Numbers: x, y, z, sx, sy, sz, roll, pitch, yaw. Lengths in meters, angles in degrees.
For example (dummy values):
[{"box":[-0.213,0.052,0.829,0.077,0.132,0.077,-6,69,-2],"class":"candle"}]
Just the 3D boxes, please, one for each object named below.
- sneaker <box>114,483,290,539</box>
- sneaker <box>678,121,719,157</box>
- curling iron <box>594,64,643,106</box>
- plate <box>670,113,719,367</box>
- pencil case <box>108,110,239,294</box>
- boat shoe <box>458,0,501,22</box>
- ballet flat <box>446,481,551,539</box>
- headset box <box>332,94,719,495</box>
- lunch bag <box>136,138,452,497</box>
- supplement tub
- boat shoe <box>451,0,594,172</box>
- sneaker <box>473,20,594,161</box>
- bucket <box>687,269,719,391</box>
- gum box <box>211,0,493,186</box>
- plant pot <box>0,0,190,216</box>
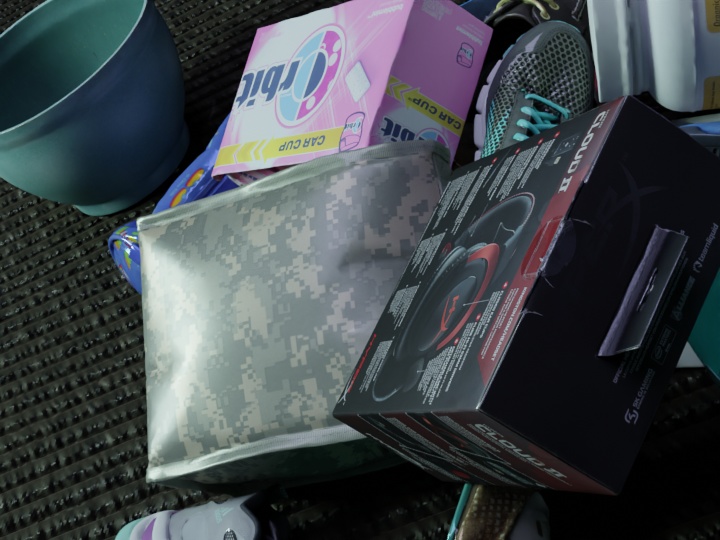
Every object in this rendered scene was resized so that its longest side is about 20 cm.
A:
[{"box":[-0.071,0.188,0.750,0.139,0.078,0.201,-24,37,17],"class":"sneaker"},{"box":[0.247,-0.048,0.743,0.199,0.066,0.079,7,32,17],"class":"sneaker"},{"box":[0.166,-0.104,0.888,0.049,0.026,0.200,-24,17,17],"class":"curling iron"},{"box":[0.189,-0.029,0.825,0.199,0.032,0.201,-5,45,36],"class":"plate"},{"box":[-0.098,-0.062,1.059,0.078,0.087,0.200,34,71,19],"class":"pencil case"},{"box":[0.052,-0.143,1.030,0.200,0.084,0.069,-37,32,2],"class":"boat shoe"},{"box":[0.060,0.162,0.697,0.065,0.071,0.201,17,59,17],"class":"ballet flat"},{"box":[0.079,0.016,0.642,0.149,0.075,0.200,-63,14,-15],"class":"headset box"},{"box":[-0.019,0.030,0.817,0.199,0.117,0.165,-16,70,29],"class":"lunch bag"},{"box":[0.229,-0.167,0.815,0.199,0.145,0.145,-5,41,9],"class":"supplement tub"},{"box":[0.110,-0.145,0.953,0.071,0.061,0.202,11,58,26],"class":"boat shoe"},{"box":[0.100,-0.057,0.843,0.091,0.077,0.201,152,137,-75],"class":"sneaker"},{"box":[0.250,0.031,0.613,0.206,0.135,0.208,-22,38,18],"class":"bucket"},{"box":[-0.014,-0.107,0.941,0.200,0.066,0.114,-2,67,55],"class":"gum box"},{"box":[-0.225,-0.132,1.205,0.199,0.134,0.201,-22,37,18],"class":"plant pot"}]
